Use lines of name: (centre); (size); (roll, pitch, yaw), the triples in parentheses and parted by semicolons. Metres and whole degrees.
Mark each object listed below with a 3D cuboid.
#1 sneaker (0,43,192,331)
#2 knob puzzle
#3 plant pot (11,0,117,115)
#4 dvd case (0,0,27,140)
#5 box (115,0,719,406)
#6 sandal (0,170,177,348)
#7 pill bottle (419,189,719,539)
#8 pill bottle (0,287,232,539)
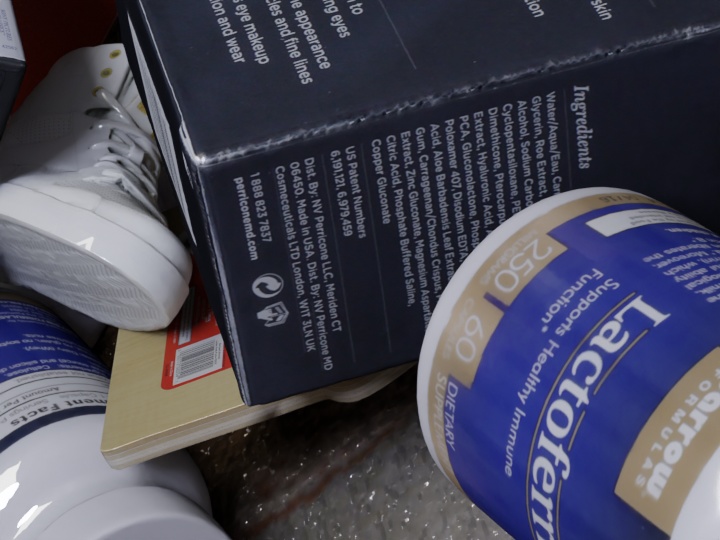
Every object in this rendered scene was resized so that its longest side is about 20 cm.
sneaker: (-0.105, -0.045, 0.887); (0.116, 0.074, 0.200); (-50, 32, -15)
knob puzzle: (0.000, 0.000, 0.850); (0.219, 0.031, 0.220); (-20, 28, 11)
plant pot: (-0.201, -0.219, 1.065); (0.200, 0.175, 0.201); (129, 148, -52)
dvd case: (-0.182, -0.095, 0.901); (0.143, 0.017, 0.201); (-62, 34, 36)
box: (0.022, -0.077, 0.780); (0.199, 0.118, 0.197); (-16, 42, -7)
sandal: (-0.162, 0.023, 0.996); (0.207, 0.079, 0.059); (-51, 36, -11)
pill bottle: (0.113, 0.061, 0.637); (0.116, 0.116, 0.200); (-53, 38, -1)
pill bottle: (-0.129, 0.094, 0.869); (0.116, 0.116, 0.200); (-52, 38, 1)
